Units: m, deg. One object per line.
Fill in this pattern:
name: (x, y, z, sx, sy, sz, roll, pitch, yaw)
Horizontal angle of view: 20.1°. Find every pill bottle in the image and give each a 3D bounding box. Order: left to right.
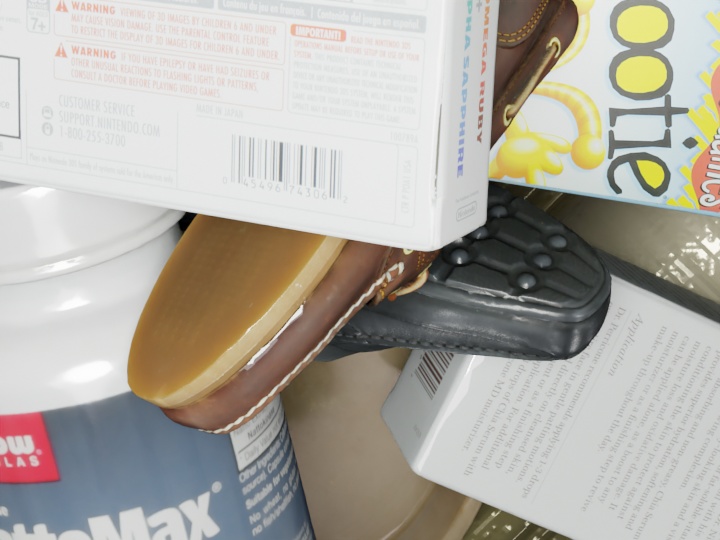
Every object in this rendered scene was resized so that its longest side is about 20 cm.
pill bottle: (-0.087, 0.051, 0.714, 0.119, 0.120, 0.201, -12, 109, 3)

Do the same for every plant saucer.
plant saucer: (-0.042, 0.059, 0.844, 0.199, 0.029, 0.201, 0, 108, 0)

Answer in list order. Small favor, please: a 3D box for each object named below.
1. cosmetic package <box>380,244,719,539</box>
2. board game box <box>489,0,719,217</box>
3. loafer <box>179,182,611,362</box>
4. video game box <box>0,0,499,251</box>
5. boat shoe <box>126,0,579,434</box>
cosmetic package: (0.121, 0.061, 0.806, 0.199, 0.071, 0.102, 24, 100, -16)
board game box: (0.060, -0.093, 0.757, 0.199, 0.105, 0.103, 8, 107, -4)
loafer: (0.000, 0.000, 0.749, 0.200, 0.068, 0.071, 14, 130, 28)
video game box: (-0.055, -0.112, 0.590, 0.199, 0.047, 0.183, 10, 108, 24)
boat shoe: (0.005, -0.026, 0.655, 0.070, 0.070, 0.200, 44, 76, -36)
